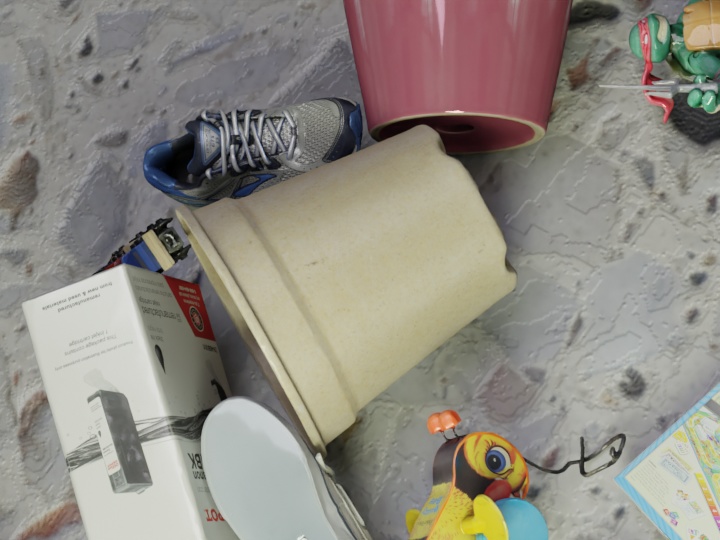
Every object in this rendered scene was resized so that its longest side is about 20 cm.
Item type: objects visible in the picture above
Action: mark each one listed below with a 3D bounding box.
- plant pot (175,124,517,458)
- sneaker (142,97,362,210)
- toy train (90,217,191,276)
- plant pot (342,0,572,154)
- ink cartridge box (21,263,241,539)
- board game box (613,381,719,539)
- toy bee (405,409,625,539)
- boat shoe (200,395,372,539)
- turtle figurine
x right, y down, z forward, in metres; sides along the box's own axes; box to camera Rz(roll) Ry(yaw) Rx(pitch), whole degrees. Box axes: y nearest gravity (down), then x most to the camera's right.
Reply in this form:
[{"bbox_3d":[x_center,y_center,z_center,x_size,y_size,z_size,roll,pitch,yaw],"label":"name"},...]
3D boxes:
[{"bbox_3d":[0.000,0.000,1.511,0.183,0.201,0.201,-29,55,-5],"label":"plant pot"},{"bbox_3d":[-0.083,-0.084,1.609,0.200,0.085,0.077,-18,66,41],"label":"sneaker"},{"bbox_3d":[-0.165,-0.005,1.592,0.046,0.200,0.034,-35,93,-19],"label":"toy train"},{"bbox_3d":[0.071,-0.184,1.571,0.200,0.200,0.179,-4,78,23],"label":"plant pot"},{"bbox_3d":[-0.143,0.108,1.499,0.084,0.144,0.200,-20,79,14],"label":"ink cartridge box"},{"bbox_3d":[0.274,0.158,1.379,0.134,0.034,0.200,-42,55,0],"label":"board game box"},{"bbox_3d":[0.068,0.150,1.417,0.131,0.109,0.200,-37,11,44],"label":"toy bee"},{"bbox_3d":[-0.030,0.170,1.464,0.075,0.086,0.202,-40,83,8],"label":"boat shoe"},{"bbox_3d":[0.261,-0.174,1.522,0.200,0.101,0.150,-6,76,5],"label":"turtle figurine"}]
